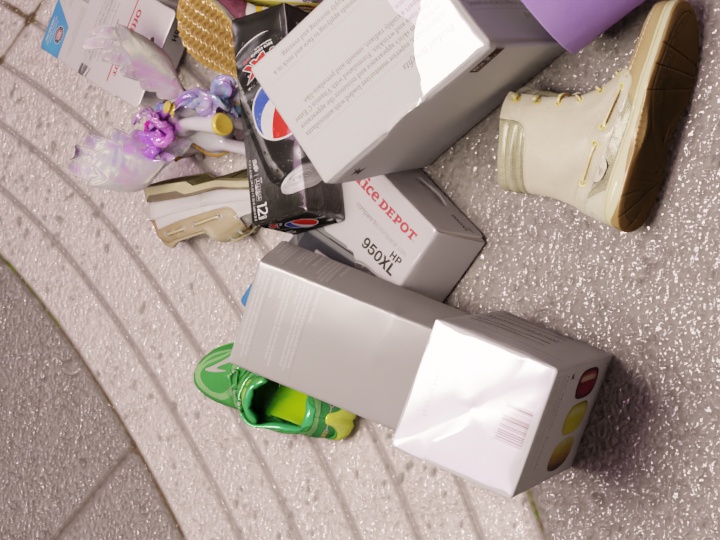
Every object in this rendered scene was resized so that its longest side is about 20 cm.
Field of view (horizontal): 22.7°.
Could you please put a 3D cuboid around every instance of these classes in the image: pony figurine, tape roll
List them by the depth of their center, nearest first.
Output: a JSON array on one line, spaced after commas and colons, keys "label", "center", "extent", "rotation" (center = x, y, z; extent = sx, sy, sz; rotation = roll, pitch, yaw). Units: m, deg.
[{"label": "tape roll", "center": [0.156, -0.288, 1.515], "extent": [0.085, 0.200, 0.201], "rotation": [-36, 63, 15]}, {"label": "pony figurine", "center": [-0.176, -0.146, 1.764], "extent": [0.199, 0.193, 0.168], "rotation": [0, 74, 45]}]

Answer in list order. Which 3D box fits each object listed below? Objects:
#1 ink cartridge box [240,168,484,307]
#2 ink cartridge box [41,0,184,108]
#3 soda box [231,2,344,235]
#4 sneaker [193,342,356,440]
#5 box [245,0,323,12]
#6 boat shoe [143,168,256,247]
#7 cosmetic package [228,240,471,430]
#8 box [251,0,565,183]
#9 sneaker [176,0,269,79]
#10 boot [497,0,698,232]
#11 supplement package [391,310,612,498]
[{"label": "ink cartridge box", "center": [0.000, 0.000, 1.684], "extent": [0.145, 0.084, 0.200], "rotation": [47, 112, 32]}, {"label": "ink cartridge box", "center": [-0.249, -0.251, 1.917], "extent": [0.200, 0.067, 0.116], "rotation": [35, 106, 41]}, {"label": "soda box", "center": [-0.067, -0.139, 1.654], "extent": [0.063, 0.071, 0.201], "rotation": [-14, 76, 30]}, {"label": "sneaker", "center": [-0.094, 0.113, 1.745], "extent": [0.199, 0.083, 0.075], "rotation": [14, 93, 40]}, {"label": "box", "center": [-0.061, -0.299, 1.794], "extent": [0.199, 0.050, 0.076], "rotation": [9, 89, 40]}, {"label": "boat shoe", "center": [-0.129, -0.065, 1.811], "extent": [0.199, 0.075, 0.069], "rotation": [-4, 102, 36]}, {"label": "cosmetic package", "center": [-0.004, 0.062, 1.583], "extent": [0.199, 0.090, 0.107], "rotation": [22, 108, 6]}, {"label": "box", "center": [0.049, -0.190, 1.581], "extent": [0.199, 0.200, 0.131], "rotation": [-39, 78, 27]}, {"label": "sneaker", "center": [-0.097, -0.230, 1.790], "extent": [0.200, 0.090, 0.075], "rotation": [34, 125, 31]}, {"label": "boot", "center": [0.202, -0.148, 1.553], "extent": [0.154, 0.072, 0.201], "rotation": [21, 98, 41]}, {"label": "supplement package", "center": [0.122, 0.105, 1.486], "extent": [0.109, 0.200, 0.114], "rotation": [22, 99, 19]}]
